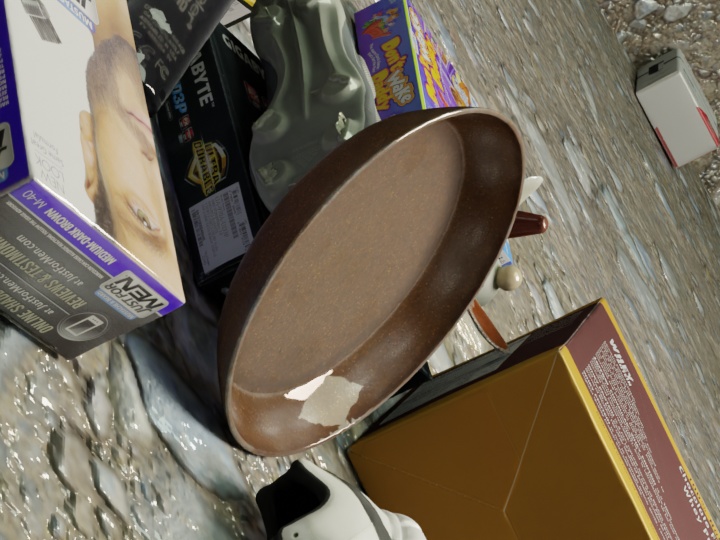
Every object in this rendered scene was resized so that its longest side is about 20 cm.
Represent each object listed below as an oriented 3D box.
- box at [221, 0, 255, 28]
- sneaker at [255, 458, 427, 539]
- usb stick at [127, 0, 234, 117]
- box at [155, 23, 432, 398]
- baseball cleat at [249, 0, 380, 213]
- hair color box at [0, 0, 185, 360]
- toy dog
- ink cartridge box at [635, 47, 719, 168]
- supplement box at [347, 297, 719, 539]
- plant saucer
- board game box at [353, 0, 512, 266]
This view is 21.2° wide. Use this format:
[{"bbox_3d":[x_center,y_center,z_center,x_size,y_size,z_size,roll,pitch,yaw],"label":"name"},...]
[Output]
[{"bbox_3d":[-0.136,-0.245,1.075,0.160,0.049,0.200,26,41,-63],"label":"box"},{"bbox_3d":[-0.017,0.158,0.819,0.080,0.074,0.200,41,19,-21],"label":"sneaker"},{"bbox_3d":[-0.086,-0.153,0.987,0.055,0.033,0.200,53,43,-27],"label":"usb stick"},{"bbox_3d":[-0.038,-0.029,1.052,0.200,0.046,0.159,40,28,-54],"label":"box"},{"bbox_3d":[-0.013,-0.073,0.993,0.200,0.070,0.106,-93,158,-46],"label":"baseball cleat"},{"bbox_3d":[-0.137,-0.077,0.780,0.109,0.065,0.200,44,27,-52],"label":"hair color box"},{"bbox_3d":[0.069,-0.019,1.082,0.200,0.096,0.132,-25,122,-71],"label":"toy dog"},{"bbox_3d":[0.520,-0.268,3.148,0.144,0.084,0.200,60,17,-11],"label":"ink cartridge box"},{"bbox_3d":[0.114,0.143,1.116,0.197,0.133,0.200,64,16,-1],"label":"supplement box"},{"bbox_3d":[0.000,0.000,0.916,0.034,0.200,0.200,38,4,25],"label":"plant saucer"},{"bbox_3d":[0.054,-0.103,1.464,0.135,0.045,0.200,52,20,-38],"label":"board game box"}]
